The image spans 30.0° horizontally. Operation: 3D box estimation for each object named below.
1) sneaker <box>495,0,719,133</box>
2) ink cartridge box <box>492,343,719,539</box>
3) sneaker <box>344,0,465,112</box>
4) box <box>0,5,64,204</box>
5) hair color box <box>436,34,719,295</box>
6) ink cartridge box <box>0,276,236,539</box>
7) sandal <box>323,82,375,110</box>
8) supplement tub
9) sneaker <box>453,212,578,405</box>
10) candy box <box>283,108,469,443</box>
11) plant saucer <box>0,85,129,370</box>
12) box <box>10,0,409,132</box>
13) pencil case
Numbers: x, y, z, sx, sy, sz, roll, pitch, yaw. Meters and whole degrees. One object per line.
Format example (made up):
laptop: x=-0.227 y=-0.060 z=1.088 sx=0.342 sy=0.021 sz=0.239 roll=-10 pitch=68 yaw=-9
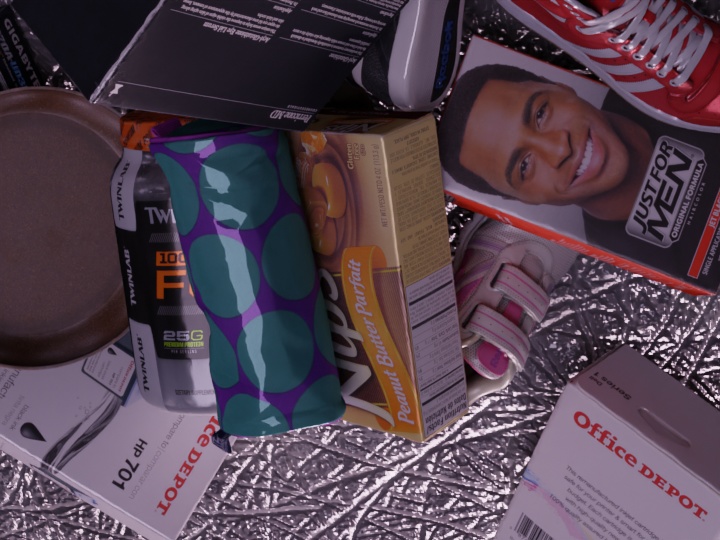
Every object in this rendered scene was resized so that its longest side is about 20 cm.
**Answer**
sneaker: x=0.164 y=-0.148 z=0.777 sx=0.199 sy=0.112 sz=0.071 roll=30 pitch=85 yaw=3
ink cartridge box: x=0.195 y=0.178 z=0.987 sx=0.145 sy=0.084 sz=0.201 roll=37 pitch=130 yaw=24
sneaker: x=0.016 y=-0.207 z=0.822 sx=0.112 sy=0.073 sz=0.201 roll=25 pitch=110 yaw=33
box: x=-0.321 y=-0.098 z=1.007 sx=0.199 sy=0.046 sz=0.160 roll=-9 pitch=119 yaw=22
hair color box: x=0.145 y=-0.065 z=0.859 sx=0.199 sy=0.061 sz=0.102 roll=20 pitch=89 yaw=2
ink cartridge box: x=-0.194 y=0.097 z=1.030 sx=0.199 sy=0.147 sz=0.086 roll=32 pitch=161 yaw=-6
sandal: x=-0.004 y=-0.061 z=0.931 sx=0.080 sy=0.054 sz=0.201 roll=-28 pitch=112 yaw=-6
supplement tub: x=-0.105 y=-0.012 z=0.929 sx=0.122 sy=0.123 sz=0.201 roll=-2 pitch=106 yaw=17
sneaker: x=0.091 y=0.032 z=0.922 sx=0.081 sy=0.088 sz=0.200 roll=28 pitch=108 yaw=-27
candy box: x=0.000 y=0.000 z=0.856 sx=0.115 sy=0.055 sz=0.201 roll=10 pitch=117 yaw=42
plant saucer: x=-0.230 y=-0.030 z=0.953 sx=0.201 sy=0.200 sz=0.032 roll=59 pitch=161 yaw=-23
box: x=-0.060 y=-0.154 z=0.704 sx=0.079 sy=0.200 sz=0.141 roll=46 pitch=110 yaw=19
pencil case: x=-0.070 y=0.004 z=0.824 sx=0.092 sy=0.085 sz=0.201 roll=6 pitch=113 yaw=49
